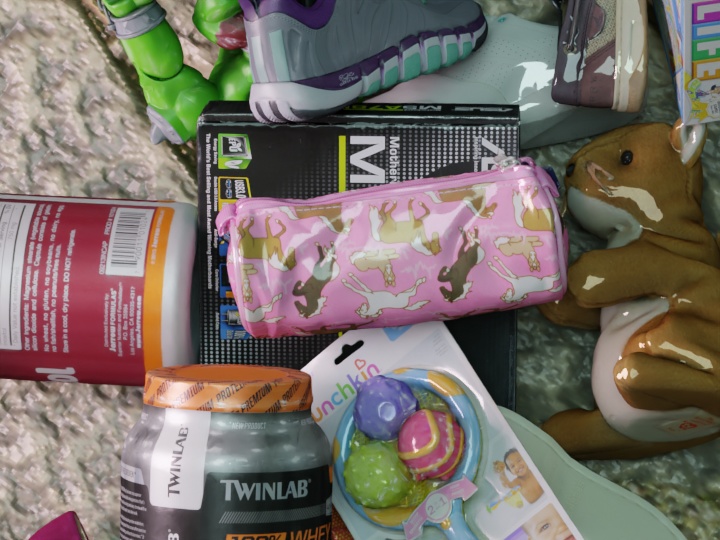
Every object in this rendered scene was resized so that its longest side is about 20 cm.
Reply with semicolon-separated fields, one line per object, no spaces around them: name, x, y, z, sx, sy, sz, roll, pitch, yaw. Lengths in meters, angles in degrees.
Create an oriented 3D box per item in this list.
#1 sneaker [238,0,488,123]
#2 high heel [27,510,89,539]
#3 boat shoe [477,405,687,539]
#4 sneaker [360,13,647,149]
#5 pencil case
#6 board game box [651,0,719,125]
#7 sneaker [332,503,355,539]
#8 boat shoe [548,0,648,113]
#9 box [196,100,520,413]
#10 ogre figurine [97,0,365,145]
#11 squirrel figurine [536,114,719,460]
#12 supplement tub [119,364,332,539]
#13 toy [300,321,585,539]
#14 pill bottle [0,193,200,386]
sneaker;0.005;-0.152;1.586;0.074;0.200;0.088;-3;106;38
high heel;-0.133;0.233;1.607;0.200;0.067;0.096;37;80;7
boat shoe;0.127;0.160;1.603;0.201;0.060;0.072;39;49;-7
sneaker;0.072;-0.116;1.668;0.199;0.075;0.089;-12;68;-7
pencil case;0.019;-0.012;1.544;0.198;0.083;0.087;-9;76;6
board game box;0.189;-0.205;1.599;0.034;0.135;0.201;-8;50;0
sneaker;-0.016;0.157;1.622;0.199;0.073;0.078;15;102;10
boat shoe;0.136;-0.184;1.636;0.064;0.072;0.201;0;62;-5
box;0.000;0.000;1.613;0.192;0.048;0.202;2;105;5
ogre figurine;-0.064;-0.138;1.645;0.098;0.199;0.121;20;114;43
squirrel figurine;0.202;0.004;1.613;0.198;0.142;0.188;1;68;-10
supplement tub;-0.077;0.158;1.534;0.122;0.123;0.202;1;95;4
toy;0.031;0.113;1.542;0.115;0.047;0.201;-38;67;11
pill bottle;-0.196;0.010;1.631;0.198;0.113;0.114;3;79;5
